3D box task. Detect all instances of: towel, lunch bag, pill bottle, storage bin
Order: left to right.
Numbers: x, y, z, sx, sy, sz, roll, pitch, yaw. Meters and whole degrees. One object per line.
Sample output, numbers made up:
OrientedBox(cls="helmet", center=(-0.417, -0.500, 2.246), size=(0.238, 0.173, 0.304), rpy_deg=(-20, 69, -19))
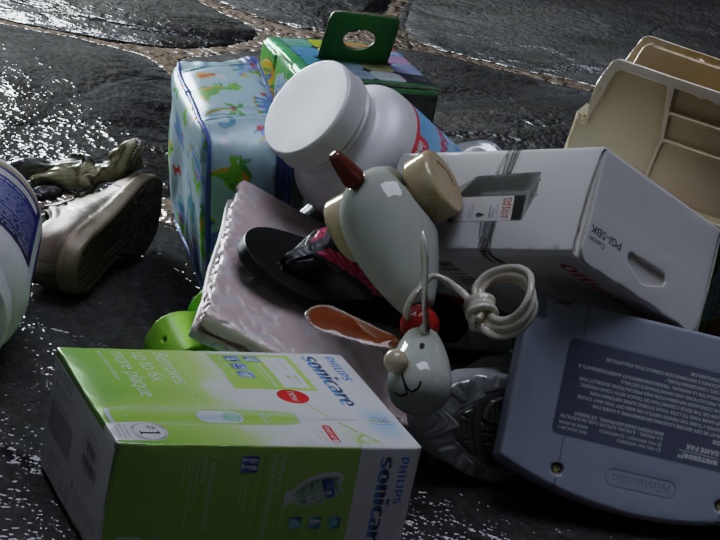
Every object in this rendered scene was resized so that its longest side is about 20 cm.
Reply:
OrientedBox(cls="pill bottle", center=(-0.286, -0.003, 1.605), size=(0.115, 0.116, 0.200), rpy_deg=(9, 19, -7))
OrientedBox(cls="lunch bag", center=(-0.105, -0.072, 1.829), size=(0.082, 0.162, 0.200), rpy_deg=(-3, 25, -13))
OrientedBox(cls="towel", center=(-0.025, 0.034, 1.648), size=(0.190, 0.032, 0.200), rpy_deg=(29, 30, -10))
OrientedBox(cls="pill bottle", center=(0.020, -0.071, 1.736), size=(0.200, 0.109, 0.109), rpy_deg=(39, -1, -39))
OrientedBox(cls="storage bin", center=(0.265, -0.097, 1.686), size=(0.198, 0.094, 0.200), rpy_deg=(20, 15, 9))

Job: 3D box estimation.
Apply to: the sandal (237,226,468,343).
OrientedBox(cls="sandal", center=(0.000, 0.000, 1.645), size=(0.199, 0.045, 0.075), rpy_deg=(17, 35, -30))

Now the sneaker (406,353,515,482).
OrientedBox(cls="sneaker", center=(0.091, 0.098, 1.616), size=(0.099, 0.078, 0.199), rpy_deg=(20, 11, 42))

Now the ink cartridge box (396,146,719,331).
OrientedBox(cls="ink cartridge box", center=(0.132, -0.020, 1.615), size=(0.199, 0.083, 0.147), rpy_deg=(1, -22, 46))

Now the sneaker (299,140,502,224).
OrientedBox(cls="sneaker", center=(0.032, -0.051, 1.859), size=(0.199, 0.071, 0.073), rpy_deg=(-29, 72, -5))

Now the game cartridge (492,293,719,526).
OrientedBox(cls="game cartridge", center=(0.193, 0.101, 1.550), size=(0.199, 0.134, 0.042), rpy_deg=(14, -4, -8))

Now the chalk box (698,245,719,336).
OrientedBox(cls="chalk box", center=(0.240, 0.007, 1.763), size=(0.199, 0.125, 0.125), rpy_deg=(1, 23, -44))

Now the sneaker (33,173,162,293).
OrientedBox(cls="sneaker", center=(-0.219, -0.040, 1.812), size=(0.075, 0.071, 0.200), rpy_deg=(13, 19, 12))

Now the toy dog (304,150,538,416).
OrientedBox(cls="toy dog", center=(0.019, -0.008, 1.528), size=(0.096, 0.132, 0.200), rpy_deg=(37, 13, -41))

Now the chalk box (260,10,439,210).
OrientedBox(cls="chalk box", center=(-0.017, -0.126, 1.943), size=(0.124, 0.201, 0.124), rpy_deg=(3, 21, -22))

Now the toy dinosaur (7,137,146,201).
OrientedBox(cls="toy dinosaur", center=(-0.270, -0.074, 1.872), size=(0.199, 0.048, 0.088), rpy_deg=(-4, 7, 30))

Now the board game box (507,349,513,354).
OrientedBox(cls="board game box", center=(0.214, 0.101, 1.731), size=(0.104, 0.024, 0.200), rpy_deg=(-4, 24, -46))

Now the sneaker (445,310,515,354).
OrientedBox(cls="sneaker", center=(0.083, 0.009, 1.846), size=(0.087, 0.075, 0.200), rpy_deg=(0, 18, -4))

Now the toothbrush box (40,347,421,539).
OrientedBox(cls="toothbrush box", center=(-0.084, 0.115, 1.431), size=(0.199, 0.087, 0.146), rpy_deg=(4, 20, -23))

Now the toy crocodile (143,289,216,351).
OrientedBox(cls="toy crocodile", center=(-0.072, 0.047, 1.675), size=(0.200, 0.062, 0.068), rpy_deg=(-9, 52, -50))
